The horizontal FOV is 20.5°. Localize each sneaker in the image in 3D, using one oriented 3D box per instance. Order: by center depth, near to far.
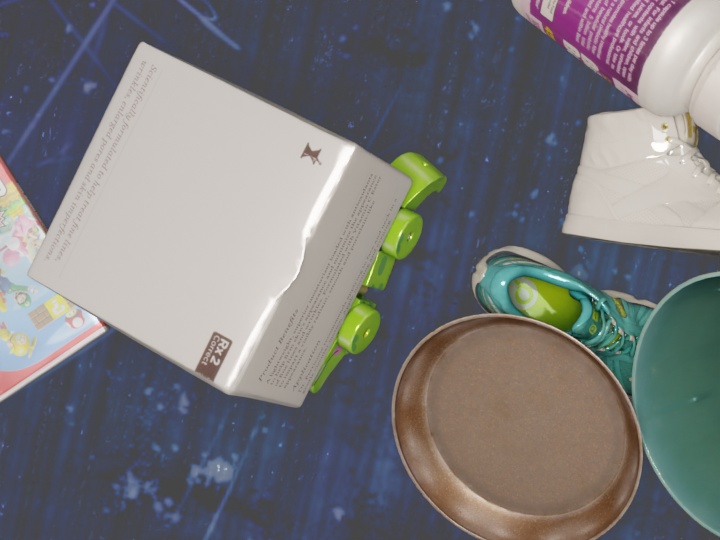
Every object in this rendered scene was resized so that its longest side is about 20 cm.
[{"bbox_3d":[0.251,-0.071,1.486,0.199,0.074,0.117,9,88,27],"label":"sneaker"},{"bbox_3d":[0.175,0.046,1.507,0.199,0.080,0.078,23,92,-8],"label":"sneaker"}]

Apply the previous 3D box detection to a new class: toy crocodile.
[{"bbox_3d":[0.000,0.000,1.533,0.067,0.062,0.201,28,94,25],"label":"toy crocodile"}]

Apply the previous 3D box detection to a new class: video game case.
[{"bbox_3d":[-0.310,0.001,1.568,0.142,0.017,0.201,-33,89,2],"label":"video game case"}]

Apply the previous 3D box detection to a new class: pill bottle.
[{"bbox_3d":[0.215,-0.184,1.462,0.200,0.112,0.112,41,92,26],"label":"pill bottle"}]

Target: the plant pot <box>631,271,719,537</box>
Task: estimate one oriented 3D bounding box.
[{"bbox_3d":[0.324,0.083,1.444,0.200,0.160,0.202,16,112,42],"label":"plant pot"}]

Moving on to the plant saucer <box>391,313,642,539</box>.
[{"bbox_3d":[0.120,0.119,1.501,0.199,0.032,0.202,10,118,20],"label":"plant saucer"}]

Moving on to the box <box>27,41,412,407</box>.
[{"bbox_3d":[-0.103,-0.032,1.473,0.199,0.131,0.200,28,91,23],"label":"box"}]
